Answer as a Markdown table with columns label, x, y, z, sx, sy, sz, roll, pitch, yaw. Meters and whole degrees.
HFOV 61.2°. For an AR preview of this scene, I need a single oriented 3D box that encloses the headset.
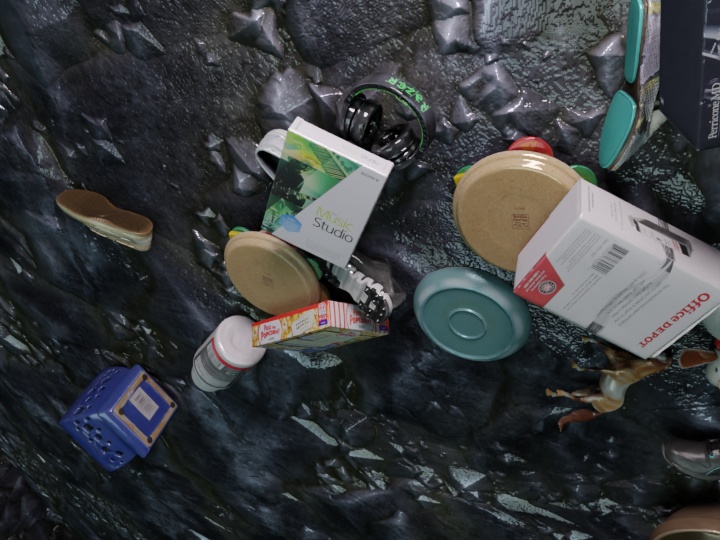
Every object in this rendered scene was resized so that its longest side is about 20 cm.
| label | x | y | z | sx | sy | sz | roll | pitch | yaw |
| --- | --- | --- | --- | --- | --- | --- | --- | --- | --- |
| headset | 0.017 | -0.172 | 0.815 | 0.123 | 0.094 | 0.200 | 37 | 152 | -5 |

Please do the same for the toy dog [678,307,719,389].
| label | x | y | z | sx | sy | sz | roll | pitch | yaw |
| --- | --- | --- | --- | --- | --- | --- | --- | --- | --- |
| toy dog | 0.477 | 0.090 | 0.787 | 0.132 | 0.096 | 0.200 | -22 | 115 | 40 |

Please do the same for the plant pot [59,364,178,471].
| label | x | y | z | sx | sy | sz | roll | pitch | yaw |
| --- | --- | --- | --- | --- | --- | --- | --- | --- | --- |
| plant pot | -0.606 | 0.369 | 1.573 | 0.179 | 0.200 | 0.200 | -20 | 116 | 32 |

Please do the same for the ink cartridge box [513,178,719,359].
| label | x | y | z | sx | sy | sz | roll | pitch | yaw |
| --- | --- | --- | --- | --- | --- | --- | --- | --- | --- |
| ink cartridge box | 0.314 | 0.002 | 0.750 | 0.199 | 0.083 | 0.147 | 26 | 133 | -4 |

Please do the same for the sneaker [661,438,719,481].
| label | x | y | z | sx | sy | sz | roll | pitch | yaw |
| --- | --- | --- | --- | --- | --- | --- | --- | --- | --- |
| sneaker | 0.572 | 0.279 | 0.932 | 0.199 | 0.075 | 0.080 | 6 | 117 | 16 |

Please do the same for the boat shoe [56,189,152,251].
| label | x | y | z | sx | sy | sz | roll | pitch | yaw |
| --- | --- | --- | --- | --- | --- | --- | --- | --- | --- |
| boat shoe | -0.501 | -0.095 | 1.192 | 0.199 | 0.072 | 0.065 | 22 | 134 | 3 |

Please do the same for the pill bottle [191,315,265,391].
| label | x | y | z | sx | sy | sz | roll | pitch | yaw |
| --- | --- | --- | --- | --- | --- | --- | --- | --- | --- |
| pill bottle | -0.286 | 0.184 | 1.285 | 0.111 | 0.111 | 0.200 | 40 | 136 | -8 |

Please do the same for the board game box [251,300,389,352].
| label | x | y | z | sx | sy | sz | roll | pitch | yaw |
| --- | --- | --- | --- | --- | --- | --- | --- | --- | --- |
| board game box | -0.072 | 0.104 | 1.081 | 0.199 | 0.047 | 0.151 | -18 | 159 | 38 |

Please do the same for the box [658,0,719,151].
| label | x | y | z | sx | sy | sz | roll | pitch | yaw |
| --- | --- | --- | --- | --- | --- | --- | --- | --- | --- |
| box | 0.369 | -0.230 | 0.523 | 0.181 | 0.104 | 0.201 | -11 | 124 | 12 |

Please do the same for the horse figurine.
| label | x | y | z | sx | sy | sz | roll | pitch | yaw |
| --- | --- | --- | --- | --- | --- | --- | --- | --- | --- |
| horse figurine | 0.375 | 0.175 | 0.945 | 0.132 | 0.050 | 0.201 | 13 | 127 | -4 |

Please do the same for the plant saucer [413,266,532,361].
| label | x | y | z | sx | sy | sz | roll | pitch | yaw |
| --- | --- | --- | --- | --- | --- | --- | --- | --- | --- |
| plant saucer | 0.177 | 0.081 | 0.998 | 0.199 | 0.027 | 0.201 | 15 | 134 | 16 |

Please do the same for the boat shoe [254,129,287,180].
| label | x | y | z | sx | sy | sz | roll | pitch | yaw |
| --- | --- | --- | --- | --- | --- | --- | --- | --- | --- |
| boat shoe | -0.084 | -0.122 | 0.931 | 0.201 | 0.072 | 0.070 | 46 | 135 | -14 |

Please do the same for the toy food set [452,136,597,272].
| label | x | y | z | sx | sy | sz | roll | pitch | yaw |
| --- | --- | --- | --- | --- | --- | --- | --- | --- | --- |
| toy food set | 0.220 | -0.079 | 0.817 | 0.199 | 0.049 | 0.198 | -10 | 122 | 36 |

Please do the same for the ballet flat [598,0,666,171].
| label | x | y | z | sx | sy | sz | roll | pitch | yaw |
| --- | --- | --- | --- | --- | --- | --- | --- | --- | --- |
| ballet flat | 0.311 | -0.195 | 0.656 | 0.072 | 0.072 | 0.201 | 13 | 134 | 19 |

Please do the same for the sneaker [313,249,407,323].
| label | x | y | z | sx | sy | sz | roll | pitch | yaw |
| --- | --- | --- | --- | --- | --- | --- | --- | --- | --- |
| sneaker | 0.000 | 0.000 | 0.995 | 0.200 | 0.090 | 0.067 | 45 | 132 | 24 |

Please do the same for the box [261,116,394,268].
| label | x | y | z | sx | sy | sz | roll | pitch | yaw |
| --- | --- | --- | --- | --- | --- | --- | --- | --- | --- |
| box | -0.053 | -0.101 | 0.858 | 0.144 | 0.036 | 0.200 | 25 | 137 | -1 |

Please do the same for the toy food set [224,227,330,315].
| label | x | y | z | sx | sy | sz | roll | pitch | yaw |
| --- | --- | --- | --- | --- | --- | --- | --- | --- | --- |
| toy food set | -0.153 | 0.004 | 1.086 | 0.199 | 0.049 | 0.199 | 9 | 134 | 24 |

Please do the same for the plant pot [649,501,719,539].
| label | x | y | z | sx | sy | sz | roll | pitch | yaw |
| --- | --- | --- | --- | --- | --- | --- | --- | --- | --- |
| plant pot | 0.607 | 0.465 | 1.047 | 0.200 | 0.093 | 0.201 | 15 | 134 | 16 |
